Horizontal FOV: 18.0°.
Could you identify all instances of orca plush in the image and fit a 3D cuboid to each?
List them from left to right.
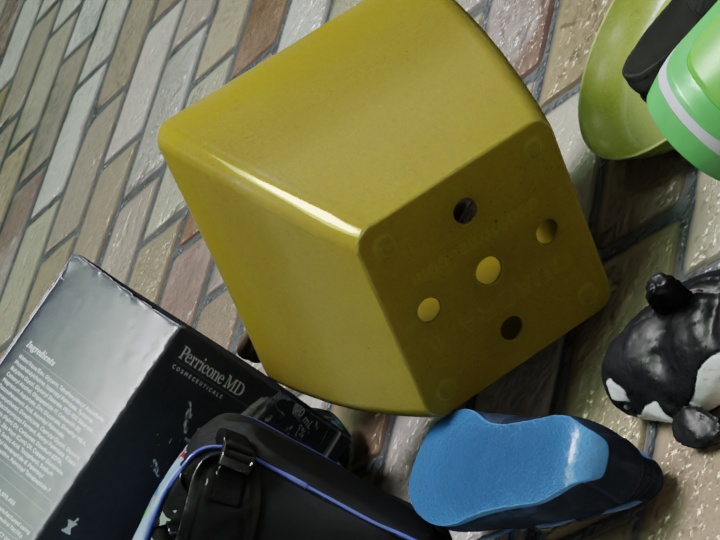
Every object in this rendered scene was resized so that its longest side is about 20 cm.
[{"bbox_3d":[0.176,0.032,1.161,0.200,0.071,0.105,-3,61,65],"label":"orca plush"}]

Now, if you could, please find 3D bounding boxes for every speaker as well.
[{"bbox_3d":[0.243,-0.139,1.203,0.200,0.088,0.089,-49,25,29],"label":"speaker"}]

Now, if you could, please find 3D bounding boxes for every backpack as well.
[{"bbox_3d":[-0.055,0.205,1.331,0.200,0.183,0.147,-63,1,7],"label":"backpack"}]

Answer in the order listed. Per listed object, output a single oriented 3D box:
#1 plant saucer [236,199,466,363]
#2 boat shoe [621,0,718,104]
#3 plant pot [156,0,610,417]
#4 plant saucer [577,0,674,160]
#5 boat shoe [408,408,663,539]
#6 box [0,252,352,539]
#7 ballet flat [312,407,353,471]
[{"bbox_3d":[0.000,0.000,1.530,0.200,0.029,0.200,-40,-7,-6],"label":"plant saucer"},{"bbox_3d":[0.210,-0.174,1.273,0.201,0.063,0.074,-48,27,32],"label":"boat shoe"},{"bbox_3d":[0.032,-0.029,1.342,0.200,0.200,0.176,-33,31,-15],"label":"plant pot"},{"bbox_3d":[0.206,-0.149,1.372,0.200,0.031,0.200,-46,26,31],"label":"plant saucer"},{"bbox_3d":[0.092,0.121,1.251,0.200,0.069,0.084,2,74,66],"label":"boat shoe"},{"bbox_3d":[-0.145,0.128,1.436,0.124,0.200,0.197,30,86,41],"label":"box"},{"bbox_3d":[-0.063,0.183,1.514,0.074,0.074,0.200,0,65,66],"label":"ballet flat"}]
